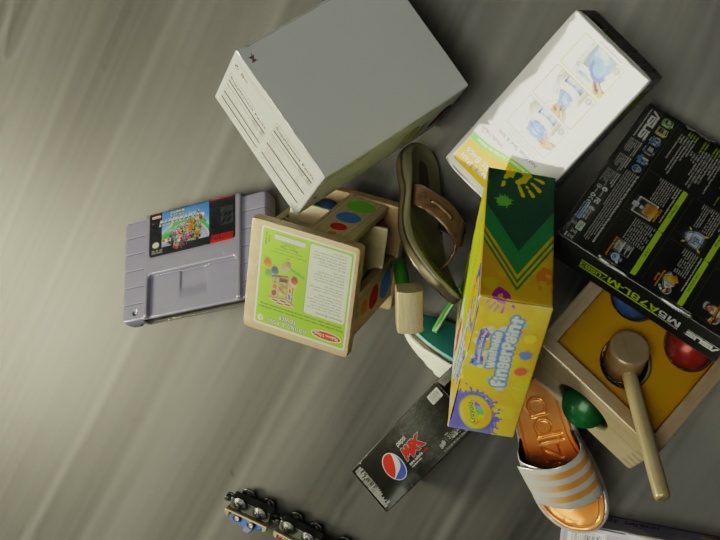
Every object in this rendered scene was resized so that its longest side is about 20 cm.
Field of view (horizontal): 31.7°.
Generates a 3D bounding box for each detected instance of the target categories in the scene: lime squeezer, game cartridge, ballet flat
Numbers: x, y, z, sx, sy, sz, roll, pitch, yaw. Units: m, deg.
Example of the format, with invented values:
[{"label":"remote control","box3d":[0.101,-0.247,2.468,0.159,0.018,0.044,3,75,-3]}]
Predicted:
[{"label":"lime squeezer","box3d":[0.157,-0.002,1.369,0.197,0.038,0.071,-23,104,9]},{"label":"game cartridge","box3d":[-0.189,-0.014,1.472,0.197,0.038,0.132,-12,72,24]},{"label":"ballet flat","box3d":[0.132,0.112,1.390,0.197,0.069,0.070,20,105,15]}]

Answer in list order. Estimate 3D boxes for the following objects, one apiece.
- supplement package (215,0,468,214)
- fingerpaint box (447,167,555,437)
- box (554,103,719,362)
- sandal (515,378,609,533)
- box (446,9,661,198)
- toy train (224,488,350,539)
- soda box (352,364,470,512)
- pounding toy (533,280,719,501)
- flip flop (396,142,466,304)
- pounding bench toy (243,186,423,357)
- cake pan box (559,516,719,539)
[{"label":"supplement package","box3d":[-0.020,-0.185,1.312,0.157,0.199,0.111,54,156,4]},{"label":"fingerpaint box","box3d":[0.138,0.033,1.234,0.072,0.168,0.202,9,137,1]},{"label":"box","box3d":[0.313,-0.043,1.236,0.192,0.201,0.048,34,152,10]},{"label":"sandal","box3d":[0.194,0.188,1.323,0.078,0.059,0.209,-20,98,20]},{"label":"box","box3d":[0.197,-0.156,1.292,0.101,0.112,0.200,45,111,6]},{"label":"toy train","box3d":[-0.076,0.317,1.513,0.198,0.034,0.046,24,118,15]},{"label":"soda box","box3d":[0.071,0.177,1.378,0.063,0.071,0.200,46,134,7]},{"label":"pounding toy","box3d":[0.270,0.099,1.243,0.184,0.142,0.200,43,75,9]},{"label":"flip flop","box3d":[0.081,-0.058,1.328,0.057,0.081,0.202,-24,48,25]},{"label":"pounding bench toy","box3d":[0.000,0.000,1.361,0.197,0.156,0.126,16,117,19]},{"label":"cake pan box","box3d":[0.299,0.367,1.370,0.197,0.052,0.188,6,98,19]}]
